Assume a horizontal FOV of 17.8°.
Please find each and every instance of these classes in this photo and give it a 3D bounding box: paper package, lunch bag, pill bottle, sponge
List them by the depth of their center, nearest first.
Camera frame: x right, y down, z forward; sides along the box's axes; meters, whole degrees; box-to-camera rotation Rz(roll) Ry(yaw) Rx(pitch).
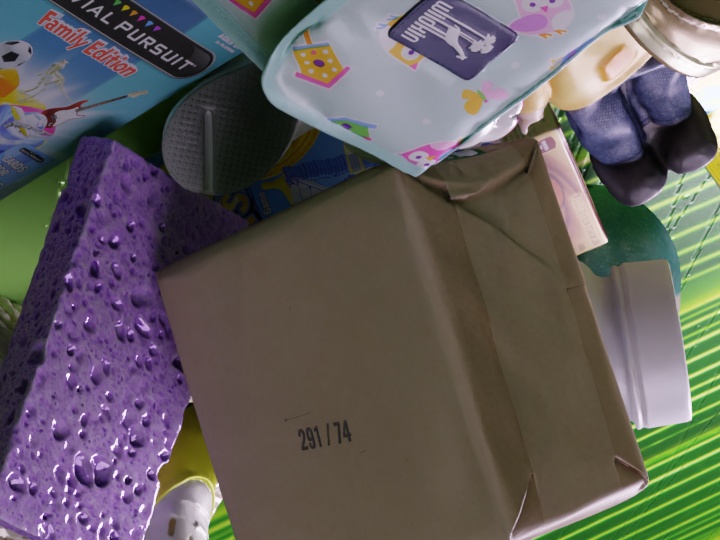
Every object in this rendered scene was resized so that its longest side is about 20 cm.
[{"bbox_3d":[0.015,-0.153,0.964,0.170,0.200,0.122,-38,-178,36],"label":"lunch bag"},{"bbox_3d":[0.014,0.054,1.120,0.103,0.191,0.200,-15,175,-43],"label":"paper package"},{"bbox_3d":[-0.128,0.043,1.163,0.030,0.201,0.112,5,160,39],"label":"sponge"},{"bbox_3d":[0.086,0.055,1.327,0.199,0.115,0.114,-9,154,5],"label":"pill bottle"}]

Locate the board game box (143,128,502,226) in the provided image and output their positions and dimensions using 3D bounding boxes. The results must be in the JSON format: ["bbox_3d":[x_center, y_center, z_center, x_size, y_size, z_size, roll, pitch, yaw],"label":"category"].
[{"bbox_3d":[0.000,0.000,1.254,0.195,0.200,0.056,-22,174,3],"label":"board game box"}]

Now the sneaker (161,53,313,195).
[{"bbox_3d":[-0.022,-0.113,1.192,0.200,0.071,0.080,-32,-167,-5],"label":"sneaker"}]

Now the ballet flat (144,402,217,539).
[{"bbox_3d":[-0.122,0.162,1.211,0.200,0.067,0.067,-50,144,-14],"label":"ballet flat"}]

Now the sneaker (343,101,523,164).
[{"bbox_3d":[0.022,-0.130,1.081,0.088,0.081,0.200,-38,131,-35],"label":"sneaker"}]

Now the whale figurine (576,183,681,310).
[{"bbox_3d":[0.103,-0.003,1.453,0.199,0.104,0.159,1,-168,4],"label":"whale figurine"}]

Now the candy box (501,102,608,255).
[{"bbox_3d":[0.035,-0.029,1.367,0.200,0.055,0.116,-24,139,7],"label":"candy box"}]

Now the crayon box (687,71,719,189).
[{"bbox_3d":[0.238,-0.124,1.349,0.127,0.051,0.200,-25,154,13],"label":"crayon box"}]

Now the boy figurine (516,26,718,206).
[{"bbox_3d":[0.128,-0.122,1.201,0.124,0.065,0.200,-29,140,6],"label":"boy figurine"}]

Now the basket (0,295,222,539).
[{"bbox_3d":[-0.213,0.114,1.287,0.161,0.200,0.198,-54,148,2],"label":"basket"}]

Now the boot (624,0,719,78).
[{"bbox_3d":[0.220,-0.159,1.118,0.200,0.072,0.155,4,147,-48],"label":"boot"}]

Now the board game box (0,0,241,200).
[{"bbox_3d":[-0.174,-0.105,1.115,0.200,0.047,0.151,-29,152,19],"label":"board game box"}]

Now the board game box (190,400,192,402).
[{"bbox_3d":[-0.140,0.094,1.458,0.200,0.032,0.120,-50,150,10],"label":"board game box"}]
